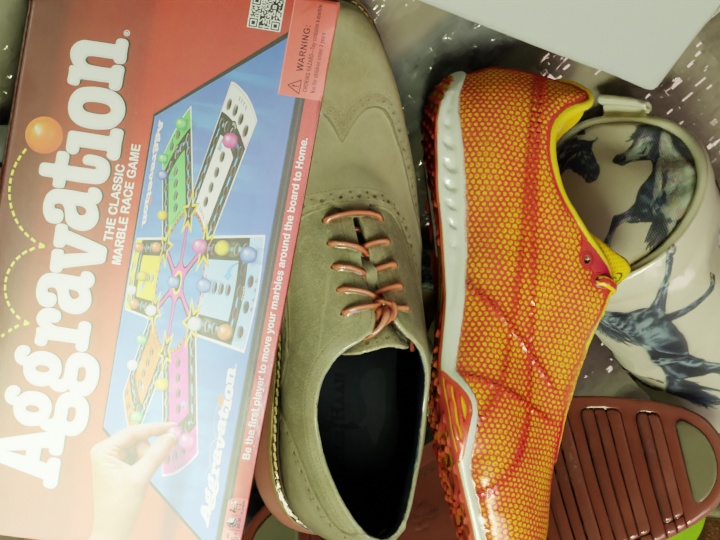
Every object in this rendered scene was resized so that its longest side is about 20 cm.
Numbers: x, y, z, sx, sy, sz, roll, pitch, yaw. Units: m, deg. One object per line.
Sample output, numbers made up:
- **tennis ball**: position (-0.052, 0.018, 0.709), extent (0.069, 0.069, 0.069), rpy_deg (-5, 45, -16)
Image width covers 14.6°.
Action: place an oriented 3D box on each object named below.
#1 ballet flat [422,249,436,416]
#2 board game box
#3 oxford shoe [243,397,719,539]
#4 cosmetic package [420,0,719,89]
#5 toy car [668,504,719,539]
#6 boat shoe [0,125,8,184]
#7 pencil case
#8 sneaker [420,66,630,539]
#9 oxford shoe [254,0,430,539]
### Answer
- **ballet flat**: position (0.007, 0.030, 1.078), extent (0.200, 0.074, 0.074), rpy_deg (-1, 130, -30)
- **board game box**: position (-0.075, -0.002, 0.952), extent (0.103, 0.019, 0.200), rpy_deg (8, 102, -10)
- **oxford shoe**: position (0.054, 0.096, 1.139), extent (0.200, 0.071, 0.075), rpy_deg (-12, 168, 15)
- **cosmetic package**: position (0.046, -0.141, 0.938), extent (0.200, 0.074, 0.102), rpy_deg (17, 119, -42)
- **toy car**: position (0.119, 0.205, 1.196), extent (0.158, 0.200, 0.164), rpy_deg (-23, 138, 13)
- **boat shoe**: position (-0.139, 0.044, 1.000), extent (0.072, 0.071, 0.200), rpy_deg (-2, 128, -28)
- **pencil case**: position (0.138, 0.012, 1.132), extent (0.078, 0.090, 0.200), rpy_deg (-9, 146, 29)
- **sneaker**: position (0.061, 0.024, 1.022), extent (0.077, 0.200, 0.073), rpy_deg (1, 176, -3)
- **oxford shoe**: position (0.000, 0.000, 0.988), extent (0.070, 0.075, 0.200), rpy_deg (-9, 100, -23)
